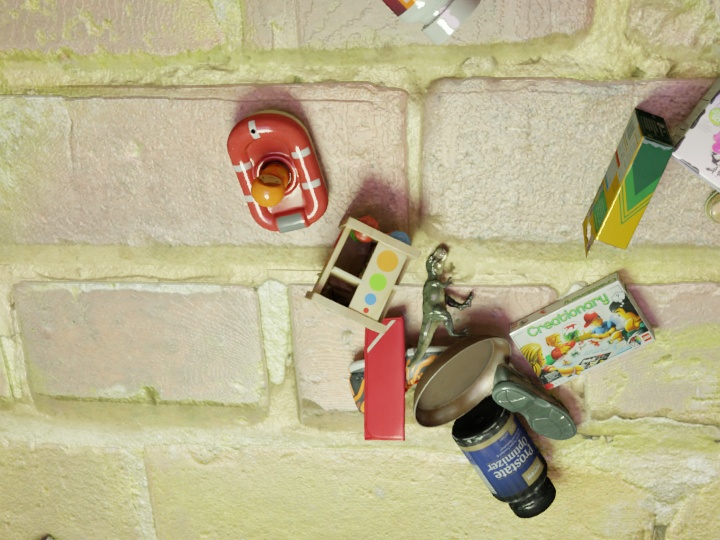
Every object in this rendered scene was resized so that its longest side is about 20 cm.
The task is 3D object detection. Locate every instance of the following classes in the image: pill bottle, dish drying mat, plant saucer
[{"bbox_3d":[0.066,-0.413,1.408,0.200,0.110,0.110,42,115,-12],"label":"pill bottle"},{"bbox_3d":[0.038,0.178,1.678,0.077,0.018,0.201,-5,79,29],"label":"dish drying mat"},{"bbox_3d":[0.160,0.175,1.677,0.034,0.200,0.201,47,124,33],"label":"plant saucer"},{"bbox_3d":[0.251,0.324,1.753,0.112,0.112,0.200,-28,109,21],"label":"pill bottle"}]

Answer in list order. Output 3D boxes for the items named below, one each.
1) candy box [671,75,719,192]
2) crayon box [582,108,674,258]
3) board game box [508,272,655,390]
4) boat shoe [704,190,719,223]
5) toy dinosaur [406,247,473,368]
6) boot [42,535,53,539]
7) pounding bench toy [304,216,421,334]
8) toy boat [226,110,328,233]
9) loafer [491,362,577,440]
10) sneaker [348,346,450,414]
[{"bbox_3d":[0.554,-0.198,1.426,0.168,0.072,0.200,35,103,-1],"label":"candy box"},{"bbox_3d":[0.388,-0.121,1.496,0.051,0.126,0.200,19,119,-1],"label":"crayon box"},{"bbox_3d":[0.359,0.101,1.664,0.200,0.035,0.126,-29,108,21],"label":"board game box"},{"bbox_3d":[0.607,-0.106,1.495,0.199,0.076,0.072,-18,114,18],"label":"boat shoe"},{"bbox_3d":[0.134,0.067,1.655,0.088,0.047,0.201,11,87,-4],"label":"toy dinosaur"},{"bbox_3d":[-0.672,0.613,2.079,0.200,0.074,0.096,-36,100,15],"label":"boot"},{"bbox_3d":[0.000,0.000,1.630,0.124,0.200,0.156,25,86,-7],"label":"pounding bench toy"},{"bbox_3d":[-0.133,-0.141,1.566,0.130,0.131,0.201,-12,114,15],"label":"toy boat"},{"bbox_3d":[0.296,0.218,1.715,0.072,0.063,0.200,-30,130,33],"label":"loafer"},{"bbox_3d":[0.077,0.193,1.709,0.199,0.078,0.112,-16,74,27],"label":"sneaker"}]
